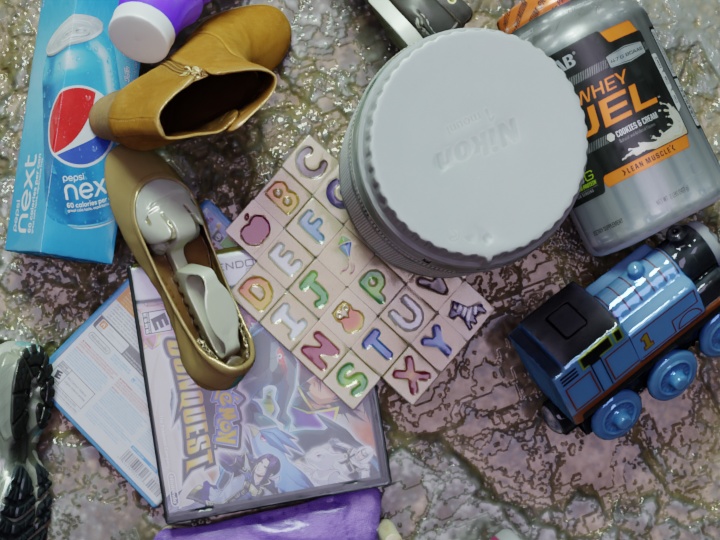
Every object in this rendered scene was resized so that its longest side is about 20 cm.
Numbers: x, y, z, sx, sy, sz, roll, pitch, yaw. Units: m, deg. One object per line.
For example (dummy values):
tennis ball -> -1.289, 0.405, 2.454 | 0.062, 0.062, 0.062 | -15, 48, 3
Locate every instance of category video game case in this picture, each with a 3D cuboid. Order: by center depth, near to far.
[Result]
video game case -> -0.078, 0.081, 1.059 | 0.178, 0.026, 0.203 | -9, 88, -4
video game case -> -0.142, 0.065, 1.078 | 0.143, 0.018, 0.200 | 45, 86, 0

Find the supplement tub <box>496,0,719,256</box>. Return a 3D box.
supplement tub -> 0.190, -0.124, 1.053 | 0.121, 0.123, 0.202 | -26, 88, -4

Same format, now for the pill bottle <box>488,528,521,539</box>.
pill bottle -> 0.074, 0.303, 1.030 | 0.199, 0.113, 0.114 | -41, 90, -4

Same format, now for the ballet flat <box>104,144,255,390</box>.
ballet flat -> -0.127, -0.009, 1.011 | 0.068, 0.063, 0.202 | -26, 93, -30

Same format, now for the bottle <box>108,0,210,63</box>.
bottle -> -0.136, -0.244, 1.028 | 0.082, 0.066, 0.202 | 16, 55, 2

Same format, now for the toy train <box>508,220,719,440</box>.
toy train -> 0.213, 0.043, 1.044 | 0.199, 0.087, 0.115 | -37, 132, -4

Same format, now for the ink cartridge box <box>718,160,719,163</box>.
ink cartridge box -> 0.340, -0.004, 1.036 | 0.047, 0.160, 0.203 | -16, 88, -2

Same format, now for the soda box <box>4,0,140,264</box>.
soda box -> -0.219, -0.110, 1.047 | 0.064, 0.067, 0.203 | 9, 86, -37

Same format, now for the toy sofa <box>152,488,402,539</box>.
toy sofa -> -0.065, 0.232, 1.041 | 0.197, 0.083, 0.099 | -12, 89, -3

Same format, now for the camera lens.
camera lens -> 0.067, -0.078, 0.955 | 0.157, 0.200, 0.163 | 0, 88, -4

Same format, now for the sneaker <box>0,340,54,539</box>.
sneaker -> -0.290, 0.153, 1.049 | 0.085, 0.077, 0.203 | 6, 89, 20

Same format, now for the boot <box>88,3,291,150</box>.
boot -> -0.095, -0.142, 1.003 | 0.200, 0.143, 0.072 | -34, 114, -29

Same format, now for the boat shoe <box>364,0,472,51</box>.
boat shoe -> 0.009, -0.250, 1.062 | 0.060, 0.072, 0.202 | -38, 74, 2

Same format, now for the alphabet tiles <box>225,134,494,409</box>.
alphabet tiles -> 0.000, 0.000, 1.051 | 0.200, 0.006, 0.167 | 42, 86, -2
